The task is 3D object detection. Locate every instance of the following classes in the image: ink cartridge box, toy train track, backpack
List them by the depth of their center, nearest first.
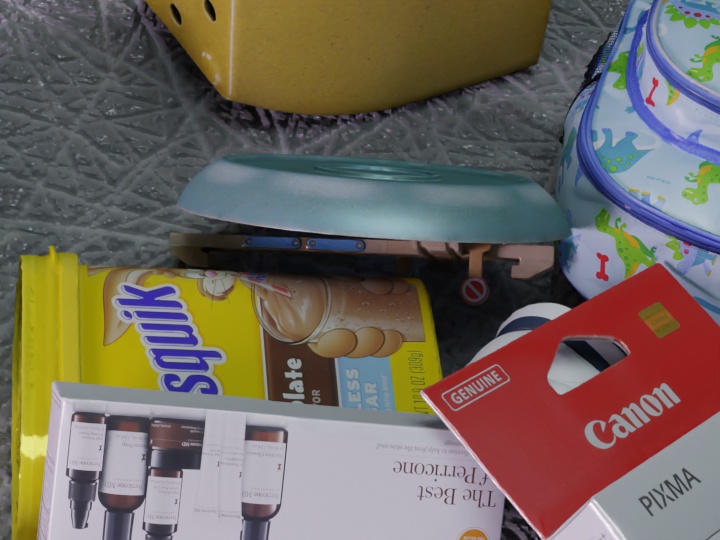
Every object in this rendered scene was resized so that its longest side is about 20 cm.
[{"bbox_3d":[0.149,0.079,0.925,0.200,0.045,0.176,-25,71,-46],"label":"ink cartridge box"},{"bbox_3d":[0.000,0.000,1.072,0.199,0.115,0.033,3,86,7],"label":"toy train track"},{"bbox_3d":[0.196,-0.060,1.096,0.182,0.147,0.200,21,44,6],"label":"backpack"}]

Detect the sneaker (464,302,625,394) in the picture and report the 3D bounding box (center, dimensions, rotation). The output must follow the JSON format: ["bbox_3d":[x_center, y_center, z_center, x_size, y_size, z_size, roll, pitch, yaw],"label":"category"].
[{"bbox_3d":[0.131,0.104,0.986,0.200,0.077,0.081,35,40,6],"label":"sneaker"}]

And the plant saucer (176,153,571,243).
[{"bbox_3d":[0.008,-0.039,1.043,0.199,0.028,0.200,5,6,-1],"label":"plant saucer"}]

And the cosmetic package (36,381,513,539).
[{"bbox_3d":[-0.037,0.100,0.903,0.199,0.083,0.051,5,5,-14],"label":"cosmetic package"}]

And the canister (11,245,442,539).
[{"bbox_3d":[-0.064,0.065,0.988,0.199,0.087,0.149,2,51,-12],"label":"canister"}]

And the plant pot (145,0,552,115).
[{"bbox_3d":[-0.021,-0.201,1.159,0.199,0.195,0.196,-27,60,-23],"label":"plant pot"}]
